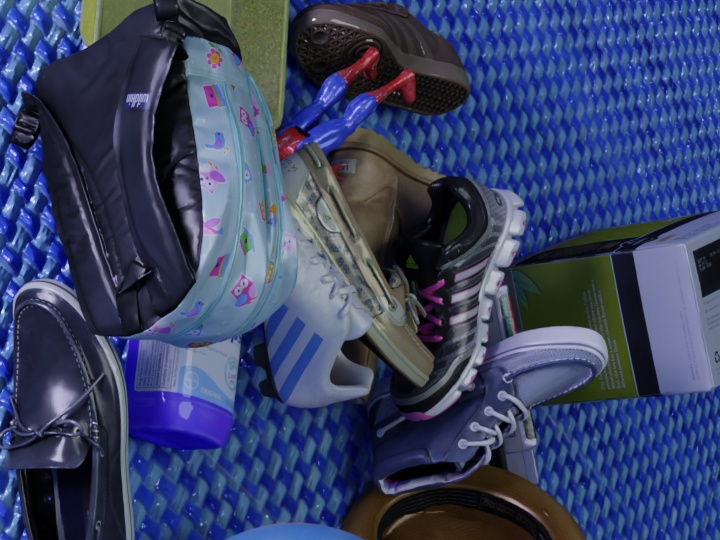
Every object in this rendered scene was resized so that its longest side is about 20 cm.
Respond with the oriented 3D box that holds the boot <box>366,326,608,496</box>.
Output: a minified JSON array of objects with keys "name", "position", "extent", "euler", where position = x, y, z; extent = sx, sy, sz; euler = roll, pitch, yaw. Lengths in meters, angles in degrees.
[{"name":"boot","position":[0.100,0.114,1.512],"extent":[0.073,0.200,0.090],"euler":[51,27,-43]}]

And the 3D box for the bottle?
[{"name":"bottle","position":[-0.117,0.021,1.349],"extent":[0.084,0.065,0.200],"euler":[32,59,-55]}]

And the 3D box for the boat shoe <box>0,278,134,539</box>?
[{"name":"boat shoe","position":[-0.189,0.105,1.233],"extent":[0.062,0.075,0.200],"euler":[-23,109,-60]}]

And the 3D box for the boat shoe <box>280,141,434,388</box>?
[{"name":"boat shoe","position":[0.000,0.000,1.411],"extent":[0.063,0.073,0.200],"euler":[-40,112,-8]}]

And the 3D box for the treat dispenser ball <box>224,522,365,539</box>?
[{"name":"treat dispenser ball","position":[-0.044,0.268,1.298],"extent":[0.201,0.201,0.201],"euler":[12,75,-53]}]

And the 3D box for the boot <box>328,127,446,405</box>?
[{"name":"boot","position":[0.011,0.010,1.540],"extent":[0.175,0.066,0.200],"euler":[29,64,-44]}]

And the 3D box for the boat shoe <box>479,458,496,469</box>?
[{"name":"boat shoe","position":[0.084,0.177,1.611],"extent":[0.068,0.072,0.200],"euler":[-66,131,-85]}]

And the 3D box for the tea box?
[{"name":"tea box","position":[0.258,0.030,1.758],"extent":[0.200,0.197,0.134],"euler":[-20,100,-53]}]

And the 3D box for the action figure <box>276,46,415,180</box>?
[{"name":"action figure","position":[-0.043,-0.096,1.461],"extent":[0.200,0.065,0.052],"euler":[-36,152,-32]}]

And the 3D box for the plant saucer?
[{"name":"plant saucer","position":[-0.129,-0.216,1.386],"extent":[0.200,0.048,0.200],"euler":[19,69,-51]}]

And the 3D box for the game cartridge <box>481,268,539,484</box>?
[{"name":"game cartridge","position":[0.110,0.073,1.624],"extent":[0.038,0.130,0.200],"euler":[-13,98,-9]}]

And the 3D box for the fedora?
[{"name":"fedora","position":[0.079,0.238,1.522],"extent":[0.201,0.200,0.082],"euler":[-50,156,-45]}]

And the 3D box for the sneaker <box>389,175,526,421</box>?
[{"name":"sneaker","position":[0.057,0.014,1.492],"extent":[0.087,0.074,0.200],"euler":[32,73,-38]}]

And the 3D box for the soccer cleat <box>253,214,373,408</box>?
[{"name":"soccer cleat","position":[-0.038,0.008,1.343],"extent":[0.070,0.086,0.200],"euler":[-71,154,-52]}]

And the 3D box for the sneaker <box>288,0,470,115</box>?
[{"name":"sneaker","position":[0.007,-0.183,1.572],"extent":[0.200,0.070,0.076],"euler":[21,42,-49]}]

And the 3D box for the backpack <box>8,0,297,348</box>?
[{"name":"backpack","position":[-0.121,-0.052,1.230],"extent":[0.126,0.167,0.200],"euler":[5,64,-45]}]
